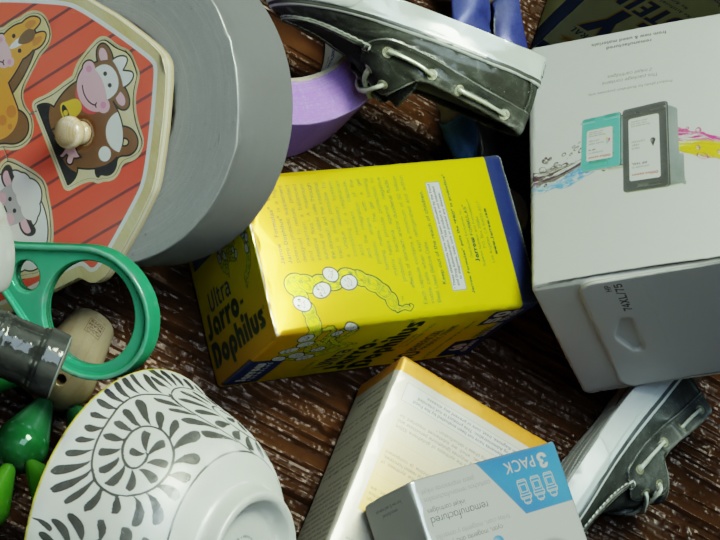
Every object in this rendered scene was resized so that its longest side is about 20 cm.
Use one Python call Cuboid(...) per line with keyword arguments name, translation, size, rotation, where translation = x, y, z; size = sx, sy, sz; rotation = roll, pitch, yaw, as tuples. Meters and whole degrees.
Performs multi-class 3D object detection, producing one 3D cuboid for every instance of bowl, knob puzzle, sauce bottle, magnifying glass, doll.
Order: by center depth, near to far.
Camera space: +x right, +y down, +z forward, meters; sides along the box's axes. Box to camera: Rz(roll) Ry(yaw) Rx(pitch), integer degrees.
Cuboid(name="sauce bottle", translation=(-0.266, 0.019, 1.235), size=(0.198, 0.065, 0.065), rotation=(22, 61, -4))
Cuboid(name="bowl", translation=(-0.099, 0.166, 1.252), size=(0.200, 0.093, 0.203), rotation=(-20, 114, -54))
Cuboid(name="magnifying glass", translation=(-0.208, -0.001, 1.297), size=(0.199, 0.080, 0.022), rotation=(30, 16, 18))
Cuboid(name="knob puzzle", translation=(-0.199, -0.085, 1.313), size=(0.030, 0.219, 0.221), rotation=(-4, 68, -62))
Cuboid(name="doll", translation=(0.102, -0.118, 1.553), size=(0.136, 0.048, 0.202), rotation=(15, 64, -39))

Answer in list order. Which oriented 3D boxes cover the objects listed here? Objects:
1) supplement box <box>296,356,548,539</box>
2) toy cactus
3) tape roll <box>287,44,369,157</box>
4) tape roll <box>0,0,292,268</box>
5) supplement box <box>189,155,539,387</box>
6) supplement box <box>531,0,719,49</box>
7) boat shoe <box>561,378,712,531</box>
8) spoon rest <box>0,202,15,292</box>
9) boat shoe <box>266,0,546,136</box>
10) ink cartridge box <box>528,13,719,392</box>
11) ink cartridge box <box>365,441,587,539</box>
Cuboid(name="supplement box", translation=(0.030, 0.177, 1.385), size=(0.125, 0.073, 0.201), rotation=(32, 60, -13))
Cuboid(name="toy cactus", translation=(-0.201, 0.085, 1.308), size=(0.199, 0.103, 0.166), rotation=(29, 50, -2))
Cuboid(name="tape roll", translation=(-0.072, -0.182, 1.485), size=(0.198, 0.066, 0.202), rotation=(10, 66, -22))
Cuboid(name="tape roll", translation=(-0.143, -0.103, 1.337), size=(0.066, 0.199, 0.202), rotation=(-5, 69, -62))
Cuboid(name="supplement box", translation=(0.000, 0.000, 1.421), size=(0.198, 0.109, 0.111), rotation=(-6, 72, -27))
Cuboid(name="supplement box", translation=(0.251, -0.252, 1.591), size=(0.133, 0.200, 0.201), rotation=(26, 62, -13))
Cuboid(name="boat shoe", translation=(0.188, 0.135, 1.480), size=(0.071, 0.072, 0.200), rotation=(43, 56, 1))
Cuboid(name="spoon rest", translation=(-0.262, -0.057, 1.271), size=(0.099, 0.061, 0.201), rotation=(30, 24, -46))
Cuboid(name="boat shoe", translation=(0.026, -0.145, 1.437), size=(0.198, 0.071, 0.064), rotation=(18, 87, -5))
Cuboid(name="ink cartridge box", translation=(0.202, -0.044, 1.468), size=(0.145, 0.147, 0.202), rotation=(-9, 56, 17))
Cuboid(name="ink cartridge box", translation=(0.093, 0.220, 1.317), size=(0.114, 0.068, 0.202), rotation=(-13, 78, -31))
